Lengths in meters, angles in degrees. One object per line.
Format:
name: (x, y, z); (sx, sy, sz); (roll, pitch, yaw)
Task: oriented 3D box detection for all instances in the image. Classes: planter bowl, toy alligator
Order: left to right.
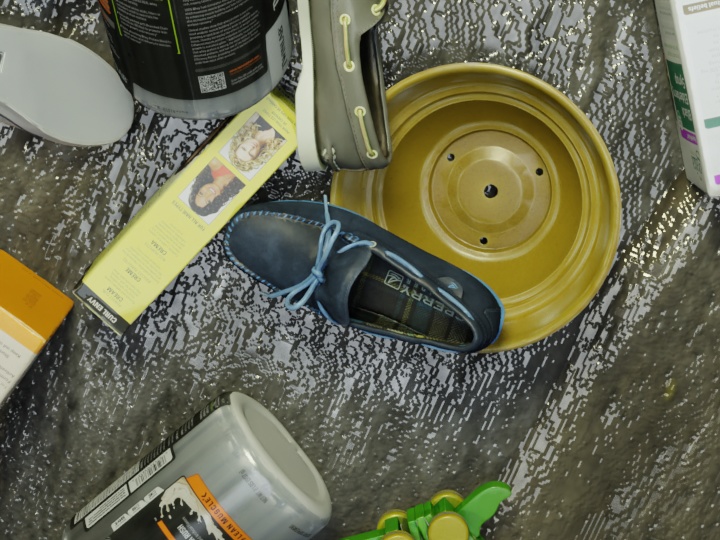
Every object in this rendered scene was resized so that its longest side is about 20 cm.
toy alligator: (0.025, 0.213, 1.303); (0.200, 0.059, 0.054); (-22, 100, 5)
planter bowl: (0.085, -0.050, 1.231); (0.200, 0.083, 0.201); (3, 104, 13)

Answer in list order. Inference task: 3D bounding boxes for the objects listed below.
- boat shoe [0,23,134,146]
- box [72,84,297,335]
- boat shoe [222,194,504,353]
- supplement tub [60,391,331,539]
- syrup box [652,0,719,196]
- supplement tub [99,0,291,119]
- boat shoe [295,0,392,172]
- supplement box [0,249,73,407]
boat shoe: (-0.258, -0.136, 1.233); (0.200, 0.070, 0.071); (15, 84, -27)
box: (-0.117, -0.047, 1.247); (0.050, 0.075, 0.200); (42, 97, -9)
boat shoe: (0.000, 0.000, 1.182); (0.200, 0.069, 0.084); (14, 105, 10)
supplement tub: (-0.130, 0.191, 1.269); (0.200, 0.123, 0.123); (-41, 98, 8)
syrup box: (0.253, -0.158, 1.218); (0.081, 0.079, 0.201); (-11, 101, 2)
supplement tub: (-0.110, -0.199, 1.118); (0.122, 0.200, 0.123); (-1, 58, 2)
boat shoe: (-0.009, -0.162, 1.150); (0.060, 0.072, 0.202); (3, 109, 11)
supplement box: (-0.297, 0.092, 1.249); (0.073, 0.126, 0.200); (36, 99, -7)
